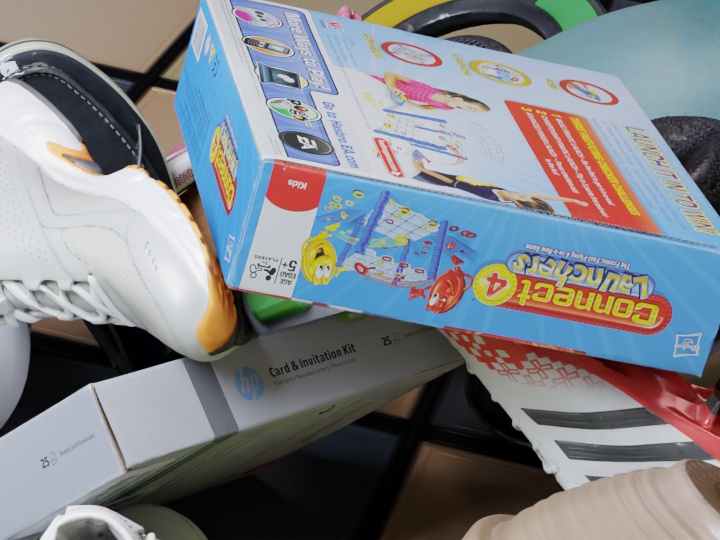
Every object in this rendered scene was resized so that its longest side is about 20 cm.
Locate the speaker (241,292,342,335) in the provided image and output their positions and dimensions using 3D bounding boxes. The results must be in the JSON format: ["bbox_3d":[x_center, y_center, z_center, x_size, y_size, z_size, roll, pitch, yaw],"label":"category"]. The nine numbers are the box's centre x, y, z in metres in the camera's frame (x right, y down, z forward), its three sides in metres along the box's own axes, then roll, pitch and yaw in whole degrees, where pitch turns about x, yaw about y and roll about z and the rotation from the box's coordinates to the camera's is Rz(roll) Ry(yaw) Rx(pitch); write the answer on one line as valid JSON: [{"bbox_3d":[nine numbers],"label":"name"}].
[{"bbox_3d":[0.000,0.000,1.313,0.088,0.089,0.200,3,-6,-15],"label":"speaker"}]

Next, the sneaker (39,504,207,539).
[{"bbox_3d":[-0.088,0.125,1.065,0.075,0.100,0.200,8,20,4],"label":"sneaker"}]

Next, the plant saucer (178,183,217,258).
[{"bbox_3d":[-0.040,-0.053,1.408,0.038,0.200,0.200,54,28,-4],"label":"plant saucer"}]

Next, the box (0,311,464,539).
[{"bbox_3d":[-0.075,0.068,1.161,0.200,0.041,0.156,-14,-11,-44],"label":"box"}]

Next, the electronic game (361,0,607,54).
[{"bbox_3d":[0.056,-0.107,1.628,0.199,0.042,0.200,-13,44,13],"label":"electronic game"}]

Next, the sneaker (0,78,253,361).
[{"bbox_3d":[-0.122,0.000,1.111,0.092,0.076,0.200,-39,40,-16],"label":"sneaker"}]

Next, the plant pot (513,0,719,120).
[{"bbox_3d":[0.142,-0.048,1.459,0.187,0.201,0.200,-7,26,-9],"label":"plant pot"}]

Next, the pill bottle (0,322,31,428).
[{"bbox_3d":[-0.202,0.022,1.233,0.112,0.112,0.200,6,20,-8],"label":"pill bottle"}]

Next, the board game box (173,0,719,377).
[{"bbox_3d":[0.033,-0.039,1.131,0.195,0.056,0.200,11,22,-14],"label":"board game box"}]

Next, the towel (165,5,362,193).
[{"bbox_3d":[-0.070,-0.072,1.401,0.030,0.146,0.200,53,17,-3],"label":"towel"}]

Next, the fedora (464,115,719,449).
[{"bbox_3d":[0.127,-0.007,1.279,0.200,0.092,0.201,-20,29,12],"label":"fedora"}]

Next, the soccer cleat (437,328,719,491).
[{"bbox_3d":[0.090,0.058,1.145,0.200,0.085,0.069,29,23,10],"label":"soccer cleat"}]

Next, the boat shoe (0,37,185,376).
[{"bbox_3d":[-0.113,-0.017,1.279,0.074,0.200,0.062,-27,19,-4],"label":"boat shoe"}]

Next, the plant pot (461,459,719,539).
[{"bbox_3d":[0.135,0.137,1.040,0.201,0.093,0.201,33,13,-9],"label":"plant pot"}]
